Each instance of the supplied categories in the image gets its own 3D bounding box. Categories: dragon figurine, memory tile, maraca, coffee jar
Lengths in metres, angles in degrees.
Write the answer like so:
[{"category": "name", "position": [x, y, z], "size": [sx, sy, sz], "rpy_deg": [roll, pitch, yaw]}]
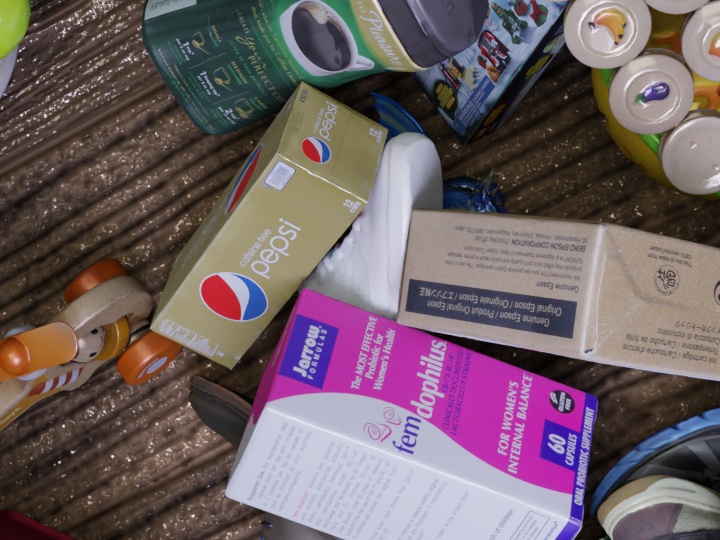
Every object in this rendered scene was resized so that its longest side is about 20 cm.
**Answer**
[{"category": "dragon figurine", "position": [0.015, -0.080, 1.068], "size": [0.099, 0.059, 0.200], "rpy_deg": [-39, 79, 5]}, {"category": "memory tile", "position": [0.192, -0.148, 0.896], "size": [0.153, 0.017, 0.200], "rpy_deg": [-35, 113, 16]}, {"category": "maraca", "position": [0.197, -0.129, 1.008], "size": [0.107, 0.137, 0.200], "rpy_deg": [-45, 71, 42]}, {"category": "coffee jar", "position": [-0.027, -0.157, 0.974], "size": [0.199, 0.085, 0.104], "rpy_deg": [-14, 124, 29]}]

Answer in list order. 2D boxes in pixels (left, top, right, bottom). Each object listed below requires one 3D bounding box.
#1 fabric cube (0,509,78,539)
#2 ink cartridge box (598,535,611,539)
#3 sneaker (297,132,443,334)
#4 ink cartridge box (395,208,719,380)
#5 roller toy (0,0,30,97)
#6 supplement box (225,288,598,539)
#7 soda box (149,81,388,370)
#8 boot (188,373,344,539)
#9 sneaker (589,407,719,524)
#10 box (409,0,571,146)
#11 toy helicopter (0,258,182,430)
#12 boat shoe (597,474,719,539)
[{"category": "fabric cube", "position": [-0.215, 0.283, 1.009], "size": [0.196, 0.200, 0.200], "rpy_deg": [23, 89, 13]}, {"category": "ink cartridge box", "position": [0.104, 0.257, 0.975], "size": [0.200, 0.146, 0.084], "rpy_deg": [-42, 76, 4]}, {"category": "sneaker", "position": [0.000, 0.000, 1.018], "size": [0.088, 0.075, 0.201], "rpy_deg": [16, 124, 16]}, {"category": "ink cartridge box", "position": [0.148, 0.017, 0.935], "size": [0.165, 0.200, 0.075], "rpy_deg": [6, 87, 55]}, {"category": "roller toy", "position": [-0.336, -0.175, 1.106], "size": [0.182, 0.140, 0.200], "rpy_deg": [-41, 76, -6]}, {"category": "supplement box", "position": [0.032, 0.108, 0.982], "size": [0.199, 0.103, 0.101], "rpy_deg": [19, 47, -5]}, {"category": "soda box", "position": [-0.061, -0.023, 1.010], "size": [0.064, 0.200, 0.068], "rpy_deg": [28, 46, -14]}, {"category": "boot", "position": [-0.053, 0.157, 1.053], "size": [0.200, 0.075, 0.097], "rpy_deg": [36, 90, 10]}, {"category": "sneaker", "position": [0.239, 0.126, 0.999], "size": [0.199, 0.071, 0.083], "rpy_deg": [-18, 76, 6]}, {"category": "box", "position": [0.073, -0.184, 1.002], "size": [0.040, 0.200, 0.137], "rpy_deg": [-29, 77, -28]}, {"category": "toy helicopter", "position": [-0.221, 0.074, 1.063], "size": [0.200, 0.132, 0.079], "rpy_deg": [-40, 79, 5]}, {"category": "boat shoe", "position": [0.225, 0.176, 0.947], "size": [0.072, 0.200, 0.066], "rpy_deg": [-45, 39, 35]}]
